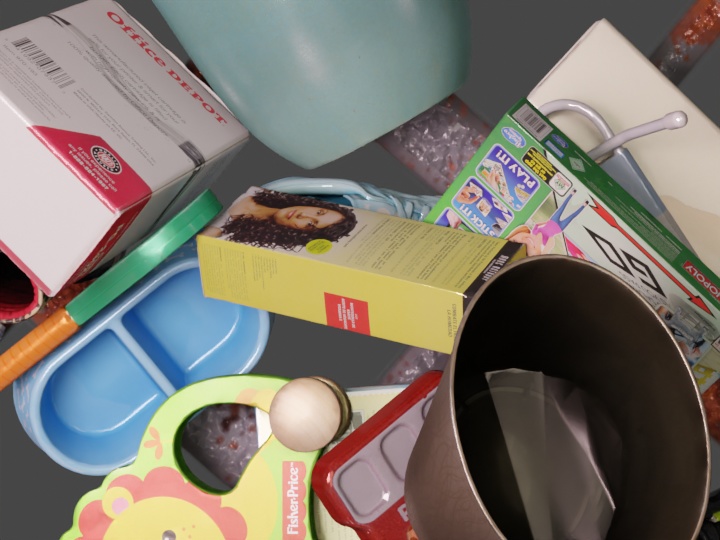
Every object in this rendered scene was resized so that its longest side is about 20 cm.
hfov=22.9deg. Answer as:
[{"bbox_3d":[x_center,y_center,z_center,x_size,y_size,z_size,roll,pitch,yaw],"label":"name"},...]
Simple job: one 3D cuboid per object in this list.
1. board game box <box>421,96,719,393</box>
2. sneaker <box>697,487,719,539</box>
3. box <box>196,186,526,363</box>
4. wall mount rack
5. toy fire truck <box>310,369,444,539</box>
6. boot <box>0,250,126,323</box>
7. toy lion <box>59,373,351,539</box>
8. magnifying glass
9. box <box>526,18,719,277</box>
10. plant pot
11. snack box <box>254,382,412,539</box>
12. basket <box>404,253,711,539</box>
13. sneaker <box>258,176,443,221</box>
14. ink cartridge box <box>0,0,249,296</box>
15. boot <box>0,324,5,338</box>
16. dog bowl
[{"bbox_3d":[0.134,0.008,1.096,0.200,0.029,0.135,43,132,6],"label":"board game box"},{"bbox_3d":[0.237,0.183,1.182,0.198,0.083,0.072,-19,87,1],"label":"sneaker"},{"bbox_3d":[0.000,0.000,1.110,0.198,0.075,0.051,12,124,24],"label":"box"},{"bbox_3d":[0.178,-0.021,1.111,0.173,0.075,0.201,-30,98,39],"label":"wall mount rack"},{"bbox_3d":[0.084,0.133,1.142,0.199,0.112,0.169,-38,106,-19],"label":"toy fire truck"},{"bbox_3d":[-0.261,-0.040,1.174,0.199,0.151,0.074,33,109,0],"label":"boot"},{"bbox_3d":[-0.103,0.168,1.167,0.189,0.069,0.203,1,89,6],"label":"toy lion"},{"bbox_3d":[-0.169,0.015,1.148,0.200,0.080,0.022,-40,96,11],"label":"magnifying glass"},{"bbox_3d":[0.204,-0.067,1.193,0.200,0.095,0.078,44,89,5],"label":"box"},{"bbox_3d":[-0.019,-0.164,1.161,0.199,0.201,0.162,-28,98,0],"label":"plant pot"},{"bbox_3d":[-0.008,0.182,1.213,0.115,0.037,0.203,-4,87,1],"label":"snack box"},{"bbox_3d":[0.096,0.106,1.001,0.134,0.200,0.182,-12,76,-14],"label":"basket"},{"bbox_3d":[0.017,-0.022,1.201,0.197,0.082,0.075,4,88,3],"label":"sneaker"},{"bbox_3d":[-0.181,-0.087,1.151,0.145,0.200,0.083,43,117,3],"label":"ink cartridge box"},{"bbox_3d":[-0.346,0.013,1.215,0.199,0.073,0.091,38,83,3],"label":"boot"},{"bbox_3d":[-0.143,0.059,1.200,0.199,0.050,0.112,-38,108,0],"label":"dog bowl"}]
